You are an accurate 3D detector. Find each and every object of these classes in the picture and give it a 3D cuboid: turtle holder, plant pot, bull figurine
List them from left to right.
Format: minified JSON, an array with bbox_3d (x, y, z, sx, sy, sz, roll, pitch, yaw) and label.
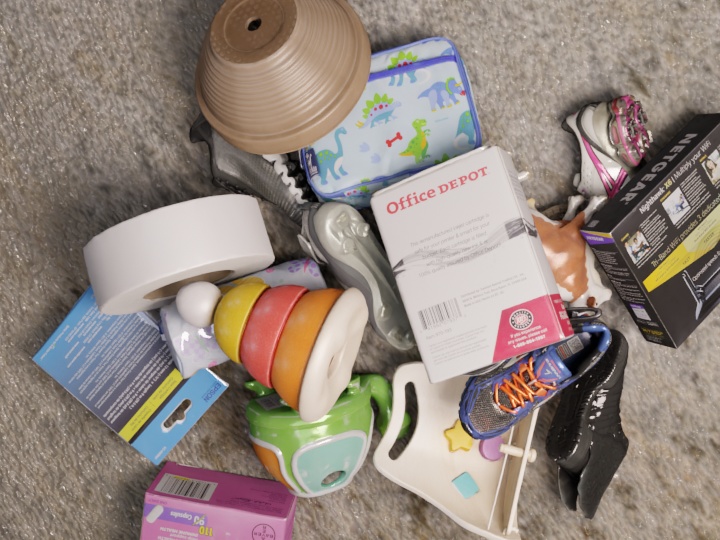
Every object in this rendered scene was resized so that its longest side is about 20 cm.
[{"bbox_3d":[-0.094,-0.232,1.017,0.198,0.093,0.203,-6,66,15],"label":"plant pot"},{"bbox_3d":[-0.044,0.182,1.139,0.140,0.185,0.133,0,104,38],"label":"turtle holder"},{"bbox_3d":[0.195,-0.039,1.043,0.198,0.065,0.122,27,83,0],"label":"bull figurine"}]

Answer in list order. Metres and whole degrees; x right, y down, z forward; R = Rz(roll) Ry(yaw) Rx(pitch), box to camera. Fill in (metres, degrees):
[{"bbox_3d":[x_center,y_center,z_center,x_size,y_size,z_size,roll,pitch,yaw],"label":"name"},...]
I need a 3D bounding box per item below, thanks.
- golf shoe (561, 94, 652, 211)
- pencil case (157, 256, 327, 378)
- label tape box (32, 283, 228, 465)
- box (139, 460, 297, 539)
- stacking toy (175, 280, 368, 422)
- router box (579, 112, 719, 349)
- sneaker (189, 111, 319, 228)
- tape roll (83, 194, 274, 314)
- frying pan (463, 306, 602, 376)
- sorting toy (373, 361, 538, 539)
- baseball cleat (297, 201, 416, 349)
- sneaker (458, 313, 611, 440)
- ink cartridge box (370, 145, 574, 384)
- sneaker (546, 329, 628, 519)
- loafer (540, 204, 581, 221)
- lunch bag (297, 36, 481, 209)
[{"bbox_3d":[0.288,-0.093,1.079,0.091,0.072,0.202,-8,108,39],"label":"golf shoe"},{"bbox_3d":[-0.128,0.054,1.105,0.198,0.083,0.091,-21,127,-11],"label":"pencil case"},{"bbox_3d":[-0.272,0.113,1.173,0.200,0.066,0.143,41,103,-6],"label":"label tape box"},{"bbox_3d":[-0.180,0.361,1.198,0.174,0.097,0.202,10,103,3],"label":"box"},{"bbox_3d":[-0.103,0.060,1.020,0.198,0.146,0.148,20,103,13],"label":"stacking toy"},{"bbox_3d":[0.346,-0.044,1.025,0.200,0.052,0.158,-41,111,-15],"label":"router box"},{"bbox_3d":[-0.122,-0.112,1.112,0.090,0.066,0.201,-38,93,16],"label":"sneaker"},{"bbox_3d":[-0.198,-0.015,1.062,0.200,0.202,0.072,-19,84,9],"label":"tape roll"},{"bbox_3d":[0.150,0.066,1.029,0.189,0.031,0.116,16,76,43],"label":"frying pan"},{"bbox_3d":[0.112,0.188,1.106,0.178,0.107,0.202,16,79,-1],"label":"sorting toy"},{"bbox_3d":[0.000,0.000,1.078,0.070,0.106,0.201,-40,119,-21],"label":"baseball cleat"},{"bbox_3d":[0.186,0.107,1.029,0.199,0.078,0.076,-38,88,-13],"label":"sneaker"},{"bbox_3d":[0.112,-0.005,0.979,0.144,0.083,0.202,-21,82,20],"label":"ink cartridge box"},{"bbox_3d":[0.274,0.178,1.124,0.104,0.060,0.201,37,74,-37],"label":"sneaker"},{"bbox_3d":[0.185,0.011,1.105,0.075,0.068,0.201,38,87,3],"label":"loafer"},{"bbox_3d":[0.028,-0.160,1.056,0.198,0.082,0.163,-12,73,8],"label":"lunch bag"}]
